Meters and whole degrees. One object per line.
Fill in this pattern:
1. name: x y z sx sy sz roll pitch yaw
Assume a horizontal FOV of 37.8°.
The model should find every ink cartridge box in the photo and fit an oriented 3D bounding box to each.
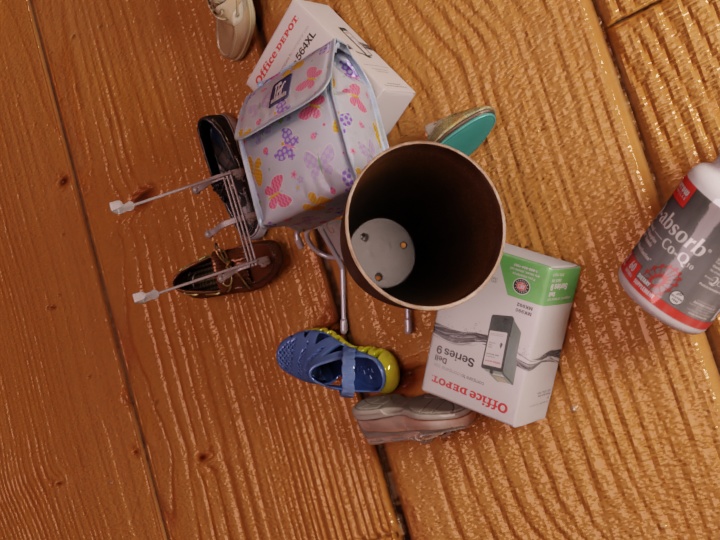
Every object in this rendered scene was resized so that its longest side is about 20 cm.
1. ink cartridge box: 0.171 0.073 1.298 0.145 0.084 0.202 18 103 35
2. ink cartridge box: -0.045 -0.249 1.437 0.200 0.084 0.147 47 119 23

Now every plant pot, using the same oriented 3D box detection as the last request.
1. plant pot: 0.049 -0.035 1.245 0.200 0.185 0.189 148 110 -73

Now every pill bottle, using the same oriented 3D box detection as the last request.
1. pill bottle: 0.375 -0.042 1.120 0.116 0.115 0.201 43 116 26

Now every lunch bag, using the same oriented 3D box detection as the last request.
1. lunch bag: -0.066 -0.170 1.335 0.168 0.127 0.202 -21 76 32

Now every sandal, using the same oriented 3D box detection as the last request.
1. sandal: -0.045 0.130 1.462 0.198 0.087 0.081 6 104 38

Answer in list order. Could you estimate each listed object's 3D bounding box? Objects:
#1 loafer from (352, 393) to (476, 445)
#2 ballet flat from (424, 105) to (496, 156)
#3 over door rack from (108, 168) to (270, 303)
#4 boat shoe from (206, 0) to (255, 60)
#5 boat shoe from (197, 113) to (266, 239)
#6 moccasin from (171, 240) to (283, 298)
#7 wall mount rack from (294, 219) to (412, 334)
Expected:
1. loafer: 0.076 0.201 1.397 0.199 0.072 0.064 -5 107 43
2. ballet flat: 0.094 -0.149 1.357 0.071 0.070 0.200 51 120 22
3. over door rack: -0.242 -0.050 1.499 0.198 0.067 0.149 -16 83 -9
4. boat shoe: -0.194 -0.395 1.522 0.072 0.065 0.202 39 136 30
5. boat shoe: -0.196 -0.141 1.569 0.069 0.066 0.202 -20 81 36
6. moccasin: -0.200 -0.003 1.572 0.200 0.077 0.075 -9 85 35
7. wall mount rack: 0.000 0.000 1.431 0.198 0.075 0.175 -1 130 40
